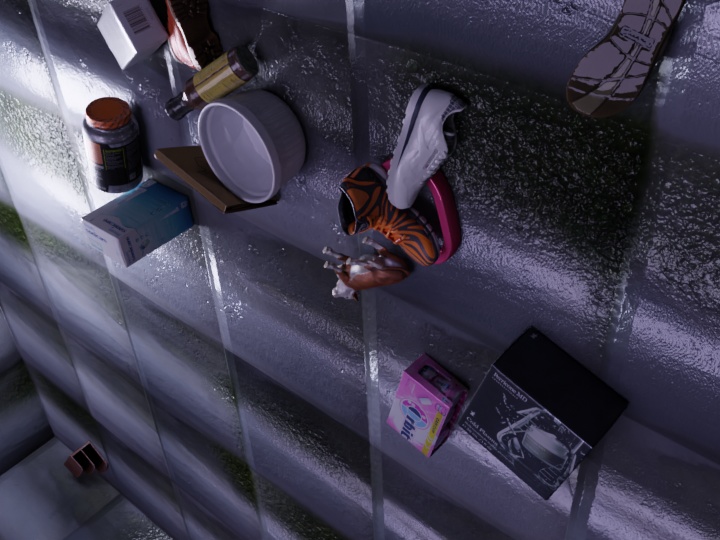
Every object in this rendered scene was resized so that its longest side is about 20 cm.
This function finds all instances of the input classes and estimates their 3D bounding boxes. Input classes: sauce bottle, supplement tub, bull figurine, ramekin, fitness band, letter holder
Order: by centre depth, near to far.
[{"bbox_3d":[0.093,-0.100,1.399,0.144,0.037,0.200,12,130,43],"label":"fitness band"},{"bbox_3d":[-0.274,-0.334,1.532,0.200,0.065,0.065,-23,104,31],"label":"sauce bottle"},{"bbox_3d":[-0.192,-0.234,1.548,0.200,0.105,0.200,29,139,29],"label":"ramekin"},{"bbox_3d":[0.000,0.000,1.555,0.121,0.065,0.200,32,148,-32],"label":"bull figurine"},{"bbox_3d":[-0.558,-0.282,1.911,0.123,0.123,0.200,36,142,22],"label":"supplement tub"},{"bbox_3d":[-1.175,0.834,3.638,0.142,0.101,0.200,49,145,1],"label":"letter holder"}]

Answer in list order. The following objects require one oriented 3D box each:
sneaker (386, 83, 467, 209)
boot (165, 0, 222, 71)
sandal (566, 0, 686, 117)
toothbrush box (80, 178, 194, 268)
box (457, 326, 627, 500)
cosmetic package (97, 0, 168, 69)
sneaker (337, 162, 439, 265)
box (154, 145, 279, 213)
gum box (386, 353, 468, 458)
[{"bbox_3d":[0.096,-0.175,1.273,0.080,0.076,0.200,22,123,12],"label":"sneaker"},{"bbox_3d":[-0.326,-0.458,1.535,0.107,0.075,0.200,24,138,41],"label":"boot"},{"bbox_3d":[0.315,-0.266,0.989,0.082,0.055,0.200,33,127,16],"label":"sandal"},{"bbox_3d":[-0.507,-0.111,1.936,0.146,0.200,0.085,25,137,33],"label":"toothbrush box"},{"bbox_3d":[0.293,0.236,1.395,0.200,0.124,0.197,39,142,18],"label":"box"},{"bbox_3d":[-0.435,-0.456,1.613,0.101,0.071,0.200,63,161,-15],"label":"cosmetic package"},{"bbox_3d":[0.034,-0.070,1.365,0.200,0.112,0.078,49,143,1],"label":"sneaker"},{"bbox_3d":[-0.277,-0.182,1.651,0.200,0.163,0.021,38,117,20],"label":"box"},{"bbox_3d":[0.130,0.262,1.652,0.113,0.066,0.200,38,143,21],"label":"gum box"}]
